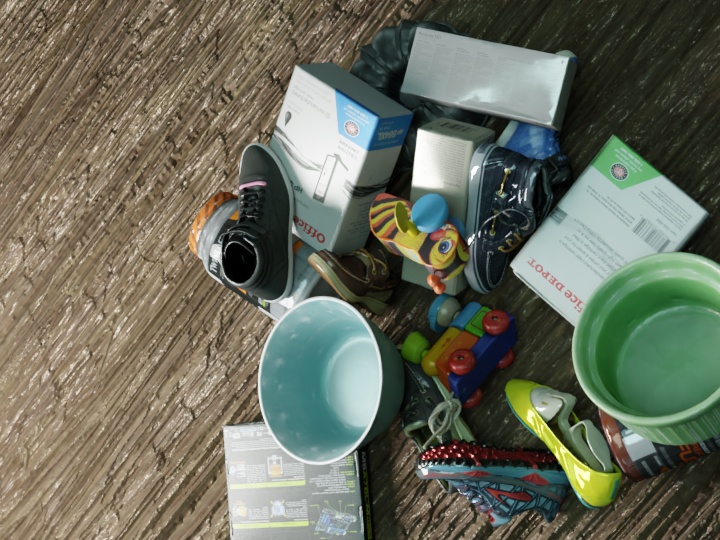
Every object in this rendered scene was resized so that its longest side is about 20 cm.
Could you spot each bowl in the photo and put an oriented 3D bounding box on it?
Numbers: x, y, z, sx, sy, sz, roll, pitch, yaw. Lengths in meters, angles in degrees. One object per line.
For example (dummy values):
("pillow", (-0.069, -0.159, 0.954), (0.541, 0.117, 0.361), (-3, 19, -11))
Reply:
("bowl", (-0.022, 0.139, 1.507), (0.198, 0.104, 0.205), (-7, 79, 36))

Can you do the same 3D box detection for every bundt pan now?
("bundt pan", (0.066, -0.232, 1.560), (0.199, 0.076, 0.206), (-2, 85, 23))

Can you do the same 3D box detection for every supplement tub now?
("supplement tub", (0.381, 0.159, 1.388), (0.198, 0.107, 0.108), (-27, 77, 19))
("supplement tub", (-0.123, -0.015, 1.598), (0.198, 0.122, 0.124), (31, 98, 21))

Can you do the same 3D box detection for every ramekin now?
("ramekin", (0.340, 0.091, 1.320), (0.197, 0.098, 0.203), (-17, 54, 25))

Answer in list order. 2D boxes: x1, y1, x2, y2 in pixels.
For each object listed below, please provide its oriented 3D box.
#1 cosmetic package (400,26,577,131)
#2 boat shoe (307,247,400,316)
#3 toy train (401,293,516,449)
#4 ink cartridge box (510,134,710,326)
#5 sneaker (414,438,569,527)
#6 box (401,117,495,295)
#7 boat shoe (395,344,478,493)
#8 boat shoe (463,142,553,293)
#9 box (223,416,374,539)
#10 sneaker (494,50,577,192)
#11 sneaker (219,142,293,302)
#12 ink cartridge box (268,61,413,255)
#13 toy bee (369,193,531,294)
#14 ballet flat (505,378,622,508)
("cosmetic package", (0.154, -0.231, 1.455), (0.197, 0.050, 0.084), (17, 94, 23))
("boat shoe", (0.000, 0.000, 1.506), (0.072, 0.200, 0.072), (-49, 61, 4))
("toy train", (0.095, 0.117, 1.484), (0.115, 0.085, 0.200), (27, 60, 32))
("ink cartridge box", (0.296, -0.035, 1.442), (0.146, 0.084, 0.201), (42, 102, 13))
("sneaker", (0.158, 0.264, 1.454), (0.196, 0.079, 0.097), (8, 99, -9))
("box", (0.108, -0.079, 1.498), (0.081, 0.068, 0.203), (18, 116, 25))
("boat shoe", (0.083, 0.187, 1.519), (0.202, 0.065, 0.072), (57, 142, 13))
("boat shoe", (0.178, -0.050, 1.457), (0.090, 0.071, 0.203), (20, 129, 31))
("box", (-0.082, 0.295, 1.603), (0.197, 0.047, 0.197), (-8, 86, 21))
("sneaker", (0.233, -0.160, 1.483), (0.111, 0.076, 0.201), (39, 105, 25))
("sneaker", (-0.131, -0.064, 1.485), (0.070, 0.099, 0.204), (-9, 82, 22))
("ink cartridge box", (-0.039, -0.140, 1.533), (0.145, 0.084, 0.202), (33, 118, 25))
("toy bee", (0.082, -0.033, 1.409), (0.199, 0.130, 0.110), (-6, 54, 54))
("ballet flat", (0.246, 0.189, 1.441), (0.201, 0.066, 0.068), (56, 140, 34))
